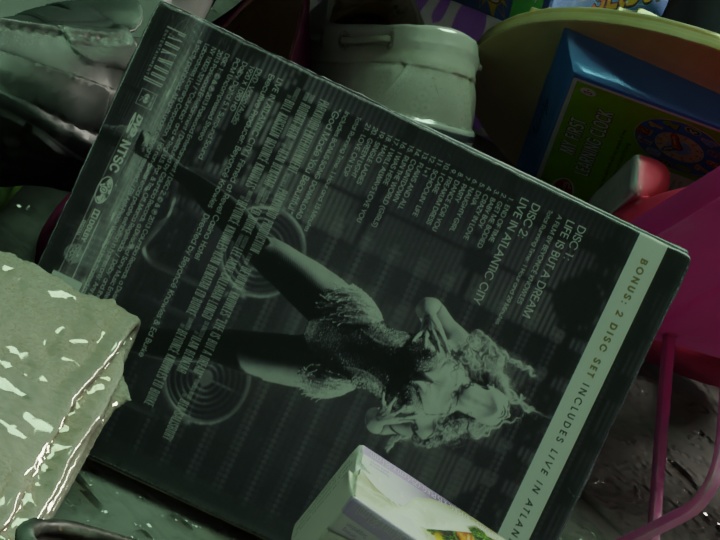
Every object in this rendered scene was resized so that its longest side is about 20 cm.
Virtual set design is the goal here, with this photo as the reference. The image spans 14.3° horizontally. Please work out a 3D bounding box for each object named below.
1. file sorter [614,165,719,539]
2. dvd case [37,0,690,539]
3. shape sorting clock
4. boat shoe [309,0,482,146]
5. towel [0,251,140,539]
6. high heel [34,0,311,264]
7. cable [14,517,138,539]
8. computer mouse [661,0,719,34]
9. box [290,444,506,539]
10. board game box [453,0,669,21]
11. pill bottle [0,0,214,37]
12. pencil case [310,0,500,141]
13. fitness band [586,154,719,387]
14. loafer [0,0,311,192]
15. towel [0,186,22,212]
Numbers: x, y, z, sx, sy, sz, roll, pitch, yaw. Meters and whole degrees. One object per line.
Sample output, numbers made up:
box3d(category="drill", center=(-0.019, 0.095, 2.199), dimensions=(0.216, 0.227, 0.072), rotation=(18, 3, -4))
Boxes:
box3d(category="file sorter", center=(0.179, 0.064, 1.045), dimensions=(0.199, 0.139, 0.126), rotation=(16, 67, -21))
box3d(category="dvd case", center=(-0.009, 0.019, 0.967), dimensions=(0.199, 0.149, 0.016), rotation=(25, 3, -5))
box3d(category="shape sorting clock", center=(0.135, -0.046, 1.139), dimensions=(0.199, 0.200, 0.039), rotation=(24, 70, -8))
box3d(category="boat shoe", center=(0.004, -0.085, 1.180), dimensions=(0.071, 0.070, 0.200), rotation=(12, 6, -15))
box3d(category="towel", center=(-0.175, 0.020, 0.898), dimensions=(0.199, 0.035, 0.133), rotation=(27, 40, 1))
box3d(category="high heel", center=(-0.068, -0.048, 1.080), dimensions=(0.067, 0.096, 0.200), rotation=(23, 25, 0))
box3d(category="cable", center=(-0.051, 0.111, 0.884), dimensions=(0.097, 0.050, 0.200), rotation=(45, 20, 13))
box3d(category="computer mouse", center=(0.172, -0.039, 1.209), dimensions=(0.138, 0.201, 0.053), rotation=(15, 53, 35))
box3d(category="box", center=(0.067, 0.129, 0.916), dimensions=(0.200, 0.041, 0.039), rotation=(35, 22, -11))
box3d(category="board game box", center=(0.082, -0.143, 1.236), dimensions=(0.135, 0.035, 0.200), rotation=(25, 21, 30))
box3d(category="pill bottle", center=(-0.109, -0.133, 1.129), dimensions=(0.119, 0.120, 0.200), rotation=(26, 14, -4))
box3d(category="pencil case", center=(0.043, -0.116, 1.323), dimensions=(0.199, 0.086, 0.084), rotation=(30, -14, 2))
box3d(category="fitness band", center=(0.154, 0.006, 1.130), dimensions=(0.143, 0.200, 0.038), rotation=(15, 70, -8))
box3d(category="loafer", center=(-0.099, -0.064, 0.999), dimensions=(0.200, 0.068, 0.071), rotation=(15, 67, -30))
box3d(category="towel", center=(-0.212, -0.073, 1.018), dimensions=(0.199, 0.031, 0.149), rotation=(28, 28, 0))
